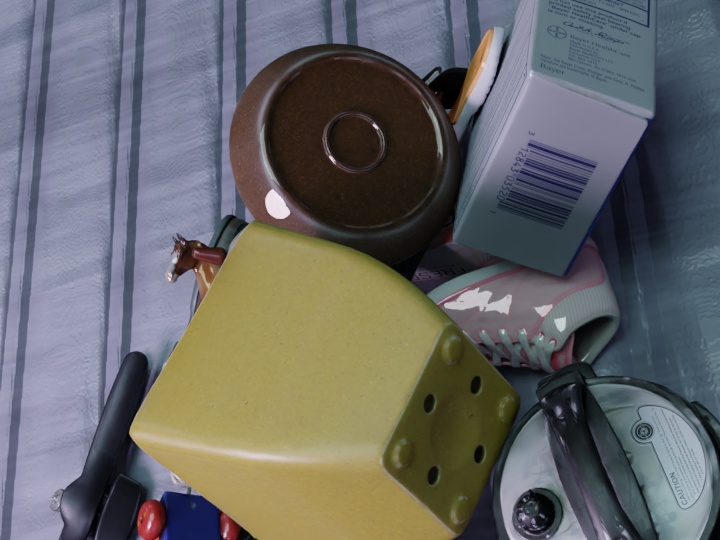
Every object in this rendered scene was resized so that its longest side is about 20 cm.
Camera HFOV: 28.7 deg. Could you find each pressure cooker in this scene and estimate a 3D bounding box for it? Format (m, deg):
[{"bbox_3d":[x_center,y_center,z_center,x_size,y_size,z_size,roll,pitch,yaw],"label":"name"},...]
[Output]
[{"bbox_3d":[0.188,0.173,1.004,0.175,0.200,0.179,20,76,32],"label":"pressure cooker"}]

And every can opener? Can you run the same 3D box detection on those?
[{"bbox_3d":[-0.241,0.173,1.341,0.063,0.078,0.201,-38,37,58],"label":"can opener"}]

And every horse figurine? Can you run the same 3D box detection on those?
[{"bbox_3d":[-0.094,0.058,1.283,0.199,0.050,0.133,16,68,-3],"label":"horse figurine"}]

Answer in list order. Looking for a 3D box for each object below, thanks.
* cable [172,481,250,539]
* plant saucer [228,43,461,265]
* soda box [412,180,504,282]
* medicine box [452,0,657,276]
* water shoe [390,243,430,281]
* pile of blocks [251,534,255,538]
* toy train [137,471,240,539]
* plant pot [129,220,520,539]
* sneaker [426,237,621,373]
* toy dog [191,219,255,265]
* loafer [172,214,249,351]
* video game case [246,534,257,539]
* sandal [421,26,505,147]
[{"bbox_3d":[-0.073,0.177,1.236,0.199,0.050,0.097,-23,41,19],"label":"cable"},{"bbox_3d":[-0.007,-0.100,1.154,0.199,0.034,0.201,5,71,-15],"label":"plant saucer"},{"bbox_3d":[0.046,-0.031,1.270,0.199,0.068,0.064,-9,63,24],"label":"soda box"},{"bbox_3d":[0.159,-0.134,1.147,0.102,0.183,0.200,18,44,-4],"label":"medicine box"},{"bbox_3d":[0.000,0.000,1.210,0.079,0.071,0.200,20,74,48],"label":"water shoe"},{"bbox_3d":[-0.095,0.163,1.173,0.082,0.062,0.201,-35,84,50],"label":"pile of blocks"},{"bbox_3d":[-0.163,0.233,1.209,0.116,0.084,0.201,-50,37,44],"label":"toy train"},{"bbox_3d":[-0.003,0.102,1.030,0.199,0.196,0.195,8,61,42],"label":"plant pot"},{"bbox_3d":[0.123,0.053,1.175,0.199,0.075,0.105,-26,53,4],"label":"sneaker"},{"bbox_3d":[-0.075,-0.055,1.214,0.201,0.096,0.132,-70,16,-10],"label":"toy dog"},{"bbox_3d":[-0.130,0.048,1.340,0.063,0.072,0.201,15,80,13],"label":"loafer"},{"bbox_3d":[-0.109,0.323,1.150,0.200,0.023,0.182,-55,22,-6],"label":"video game case"},{"bbox_3d":[0.074,-0.154,1.249,0.059,0.207,0.079,19,58,-3],"label":"sandal"}]
